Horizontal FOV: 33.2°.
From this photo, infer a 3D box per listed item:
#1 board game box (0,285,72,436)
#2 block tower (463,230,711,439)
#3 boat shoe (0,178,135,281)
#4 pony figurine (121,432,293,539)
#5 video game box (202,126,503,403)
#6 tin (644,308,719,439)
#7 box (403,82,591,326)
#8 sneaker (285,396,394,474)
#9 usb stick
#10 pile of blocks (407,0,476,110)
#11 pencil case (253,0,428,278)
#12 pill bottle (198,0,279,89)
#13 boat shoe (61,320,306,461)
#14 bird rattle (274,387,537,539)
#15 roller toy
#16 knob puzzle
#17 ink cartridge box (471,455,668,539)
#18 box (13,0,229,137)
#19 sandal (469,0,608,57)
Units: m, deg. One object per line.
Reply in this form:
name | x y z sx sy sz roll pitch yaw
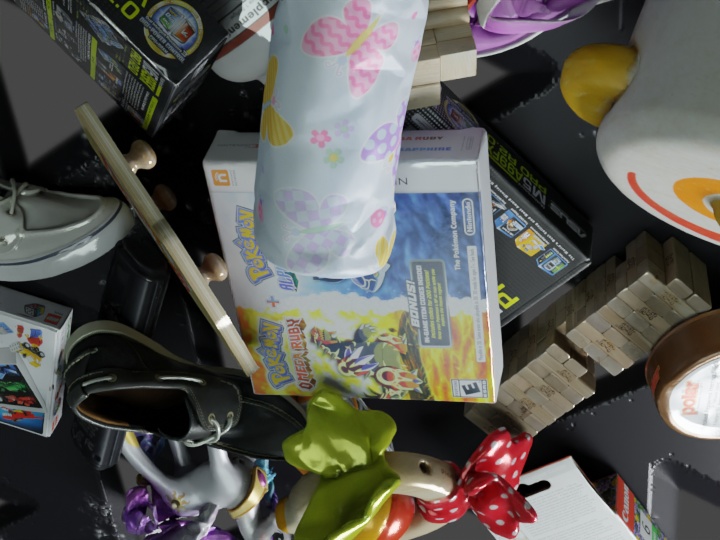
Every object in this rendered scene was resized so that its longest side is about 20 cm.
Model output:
board game box | -0.347 0.059 1.022 0.199 0.035 0.127 17 126 1
block tower | 0.162 0.052 0.886 0.054 0.058 0.200 38 123 -14
boat shoe | -0.268 -0.038 0.916 0.199 0.072 0.066 -4 129 26
pony figurine | -0.141 0.188 1.009 0.192 0.167 0.201 -17 103 20
video game box | 0.000 0.000 0.819 0.181 0.047 0.201 2 125 15
tin | 0.302 0.069 0.843 0.199 0.042 0.112 -7 133 1
box | 0.038 -0.037 0.847 0.200 0.044 0.160 41 123 -16
sneaker | -0.020 0.128 0.973 0.078 0.077 0.201 -13 115 20
usb stick | -0.182 0.064 0.907 0.055 0.032 0.201 43 127 32
pile of blocks | 0.041 -0.200 0.721 0.062 0.082 0.201 -9 113 -2
pencil case | -0.009 -0.094 0.685 0.090 0.083 0.201 -1 120 -16
pill bottle | -0.076 -0.190 0.733 0.112 0.112 0.200 -30 114 29
boat shoe | -0.123 0.105 0.876 0.199 0.068 0.072 25 116 -29
bird rattle | 0.025 0.159 0.889 0.199 0.113 0.163 6 149 -35
roller toy | 0.230 -0.085 0.673 0.199 0.140 0.182 29 168 -31
knob puzzle | -0.120 -0.019 0.816 0.030 0.220 0.220 -33 118 -9
ink cartridge box | 0.184 0.223 1.006 0.109 0.050 0.200 -27 114 28
box | -0.160 -0.163 0.721 0.160 0.200 0.044 44 80 -8
sandal | 0.115 -0.180 0.733 0.202 0.050 0.083 -18 119 24
